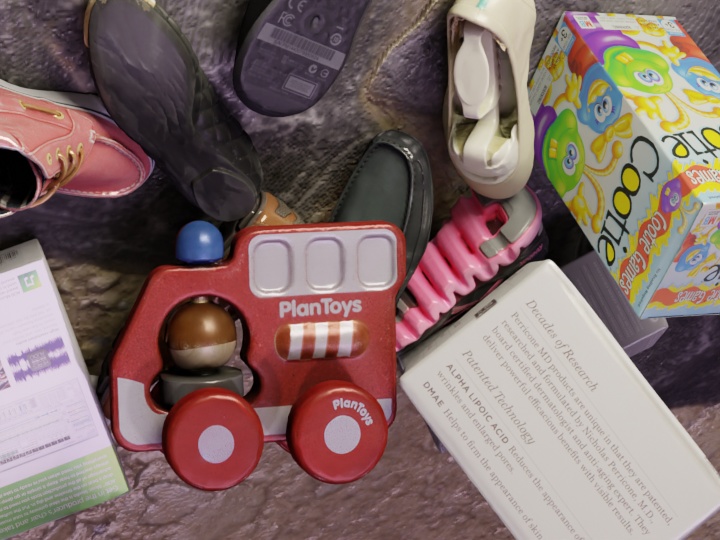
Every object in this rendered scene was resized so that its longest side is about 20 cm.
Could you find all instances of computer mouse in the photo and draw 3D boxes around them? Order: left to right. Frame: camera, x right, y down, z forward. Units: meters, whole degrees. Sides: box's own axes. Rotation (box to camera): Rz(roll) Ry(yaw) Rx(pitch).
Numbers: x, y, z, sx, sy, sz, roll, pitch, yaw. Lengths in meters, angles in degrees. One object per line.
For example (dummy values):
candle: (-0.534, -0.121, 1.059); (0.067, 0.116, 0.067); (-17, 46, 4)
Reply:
computer mouse: (0.002, -0.185, 1.169); (0.139, 0.046, 0.201); (11, 115, -33)

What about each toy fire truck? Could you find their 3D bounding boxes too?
toy fire truck: (-0.068, 0.050, 1.238); (0.198, 0.112, 0.170); (-2, 96, -13)

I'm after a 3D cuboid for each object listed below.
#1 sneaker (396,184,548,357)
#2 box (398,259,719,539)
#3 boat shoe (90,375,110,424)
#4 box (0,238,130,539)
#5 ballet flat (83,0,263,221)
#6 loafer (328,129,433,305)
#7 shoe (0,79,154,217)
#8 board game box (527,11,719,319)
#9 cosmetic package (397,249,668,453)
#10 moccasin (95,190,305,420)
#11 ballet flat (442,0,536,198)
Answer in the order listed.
sneaker: (0.060, 0.014, 1.401); (0.199, 0.079, 0.095); (-33, 156, 9)
box: (0.135, 0.109, 1.287); (0.130, 0.201, 0.199); (-38, 178, 1)
boat shoe: (-0.259, 0.149, 1.352); (0.199, 0.066, 0.072); (-28, 141, 0)
box: (-0.253, 0.091, 1.268); (0.143, 0.036, 0.201); (-20, 119, -8)
ballet flat: (-0.122, -0.107, 1.183); (0.066, 0.057, 0.201); (-24, 135, 6)
loafer: (0.000, 0.000, 1.310); (0.070, 0.068, 0.202); (-22, 134, -59)
shoe: (-0.200, -0.066, 1.136); (0.199, 0.091, 0.072); (20, 121, -43)
board game box: (0.204, -0.075, 1.280); (0.104, 0.201, 0.103); (-2, 135, -30)
cosmetic package: (0.130, 0.060, 1.448); (0.199, 0.091, 0.107); (-24, 170, -4)
moccasin: (-0.109, 0.035, 1.310); (0.078, 0.074, 0.201); (41, 99, -20)
ballet flat: (0.083, -0.111, 1.271); (0.069, 0.070, 0.201); (-18, 135, -13)
